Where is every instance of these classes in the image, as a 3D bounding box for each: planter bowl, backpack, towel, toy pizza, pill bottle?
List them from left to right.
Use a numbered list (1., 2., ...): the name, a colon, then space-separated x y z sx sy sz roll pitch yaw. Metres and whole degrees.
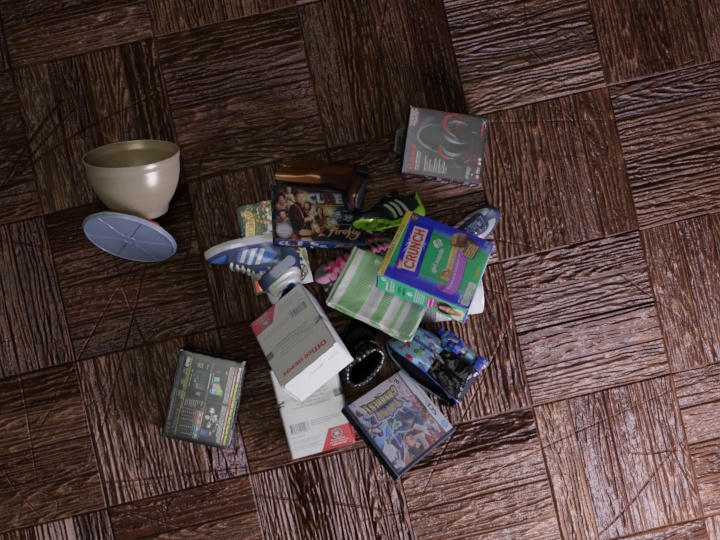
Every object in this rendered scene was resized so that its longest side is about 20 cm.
1. toy pizza: -0.490 -0.077 1.516 0.198 0.201 0.032 7 63 -1
2. planter bowl: -0.482 -0.188 1.523 0.198 0.201 0.136 -1 116 -1
3. towel: 0.045 0.047 1.493 0.198 0.023 0.154 23 71 12
4. backpack: 0.154 0.188 1.528 0.199 0.183 0.135 37 85 8
5. pill bottle: 0.164 0.056 1.558 0.197 0.113 0.115 -6 90 -1

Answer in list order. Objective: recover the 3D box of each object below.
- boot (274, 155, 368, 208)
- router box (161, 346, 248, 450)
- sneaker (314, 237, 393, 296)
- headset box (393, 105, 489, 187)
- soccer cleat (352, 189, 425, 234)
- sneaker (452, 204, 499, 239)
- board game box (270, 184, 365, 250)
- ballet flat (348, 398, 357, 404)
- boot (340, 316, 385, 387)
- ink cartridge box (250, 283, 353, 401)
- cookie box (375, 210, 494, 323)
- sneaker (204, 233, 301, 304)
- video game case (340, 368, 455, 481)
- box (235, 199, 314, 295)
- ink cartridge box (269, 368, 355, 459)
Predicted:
1. boot: -0.084 -0.199 1.525 0.197 0.189 0.069 9 124 -3
2. router box: -0.342 0.281 1.571 0.148 0.062 0.202 12 89 0
3. sneaker: 0.000 0.000 1.585 0.198 0.079 0.096 -28 111 0
4. headset box: 0.174 -0.275 1.580 0.197 0.075 0.151 9 90 -1
5. soccer cleat: 0.057 -0.131 1.552 0.198 0.067 0.082 -10 76 -37
6. sneaker: 0.233 -0.076 1.575 0.199 0.082 0.070 -39 89 -1
7. board game box: -0.093 -0.114 1.541 0.198 0.035 0.137 2 62 -17
8. ballet flat: 0.061 0.324 1.573 0.198 0.067 0.069 24 104 -11
9. boot: 0.015 0.135 1.520 0.079 0.158 0.213 20 97 -13
10. ink cartridge box: -0.126 0.150 1.483 0.146 0.083 0.200 -38 46 3
11. cookie box: 0.153 -0.010 1.466 0.198 0.075 0.172 21 62 10
12. sneaker: -0.226 0.006 1.527 0.198 0.081 0.148 -12 84 -7
13. video game case: 0.084 0.321 1.513 0.199 0.026 0.181 -26 69 -42
14. box: -0.191 -0.057 1.589 0.135 0.038 0.202 -13 90 -1
15. ink cartridge box: -0.105 0.291 1.564 0.143 0.084 0.202 -15 90 -1
